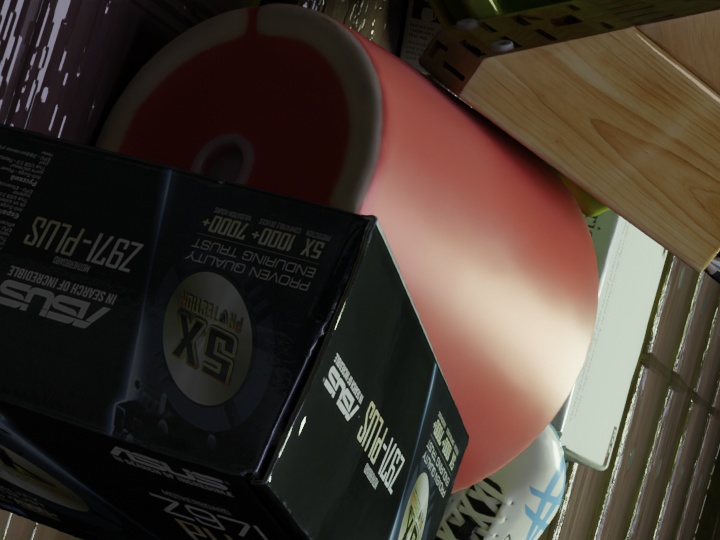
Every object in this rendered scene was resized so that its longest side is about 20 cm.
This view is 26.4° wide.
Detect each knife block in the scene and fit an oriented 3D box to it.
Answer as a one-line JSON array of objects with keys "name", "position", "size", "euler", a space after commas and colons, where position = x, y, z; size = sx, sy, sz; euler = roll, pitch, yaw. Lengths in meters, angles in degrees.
[{"name": "knife block", "position": [0.138, -0.041, 0.714], "size": [0.064, 0.199, 0.177], "euler": [-127, -153, -65]}]

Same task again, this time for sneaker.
[{"name": "sneaker", "position": [0.078, 0.175, 1.028], "size": [0.072, 0.072, 0.201], "euler": [-27, 146, -54]}]

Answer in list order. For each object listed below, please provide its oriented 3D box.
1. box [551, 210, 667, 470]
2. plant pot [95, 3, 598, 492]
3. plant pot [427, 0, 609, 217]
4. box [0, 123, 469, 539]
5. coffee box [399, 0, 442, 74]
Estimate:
[{"name": "box", "position": [0.134, 0.029, 1.140], "size": [0.200, 0.130, 0.200], "euler": [34, 72, -68]}, {"name": "plant pot", "position": [-0.016, -0.013, 0.682], "size": [0.177, 0.199, 0.202], "euler": [38, 68, -55]}, {"name": "plant pot", "position": [0.124, -0.178, 0.793], "size": [0.198, 0.182, 0.201], "euler": [-33, 114, -2]}, {"name": "box", "position": [-0.079, 0.035, 0.513], "size": [0.164, 0.199, 0.086], "euler": [66, 43, -59]}, {"name": "coffee box", "position": [0.093, -0.221, 0.940], "size": [0.113, 0.079, 0.201], "euler": [-28, 129, -61]}]
